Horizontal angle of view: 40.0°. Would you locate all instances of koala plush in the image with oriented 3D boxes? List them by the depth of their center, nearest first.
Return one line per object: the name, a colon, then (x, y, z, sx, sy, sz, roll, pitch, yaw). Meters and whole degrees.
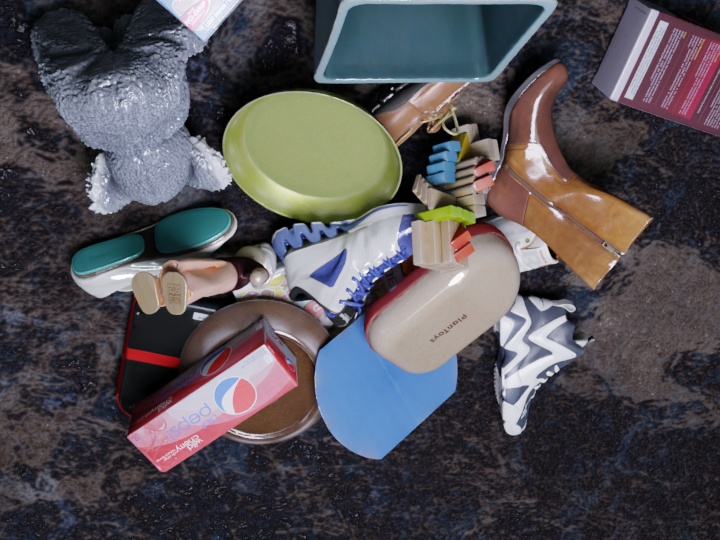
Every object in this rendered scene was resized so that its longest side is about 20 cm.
koala plush: (-0.225, -0.147, 0.998, 0.174, 0.185, 0.202, -12, 132, -5)

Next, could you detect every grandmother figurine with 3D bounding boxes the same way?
grandmother figurine: (-0.153, 0.004, 1.082, 0.119, 0.199, 0.062, 9, 104, 25)

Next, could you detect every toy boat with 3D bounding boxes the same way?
toy boat: (0.088, 0.016, 1.159, 0.199, 0.132, 0.130, -39, 136, 16)

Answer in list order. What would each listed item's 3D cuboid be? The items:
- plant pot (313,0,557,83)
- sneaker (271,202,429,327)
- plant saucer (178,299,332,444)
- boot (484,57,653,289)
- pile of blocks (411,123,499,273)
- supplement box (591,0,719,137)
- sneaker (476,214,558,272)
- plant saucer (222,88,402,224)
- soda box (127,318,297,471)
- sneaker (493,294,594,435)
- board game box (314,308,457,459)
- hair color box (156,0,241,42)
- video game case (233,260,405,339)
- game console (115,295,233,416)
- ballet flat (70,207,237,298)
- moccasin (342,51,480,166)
plant pot: (0.055, -0.308, 0.940, 0.193, 0.196, 0.204, -2, 80, -11)
sneaker: (-0.001, 0.000, 1.114, 0.196, 0.117, 0.081, -11, 164, 14)
plant saucer: (-0.120, 0.132, 1.189, 0.196, 0.032, 0.203, -3, 116, -6)
boot: (0.236, -0.108, 1.098, 0.199, 0.068, 0.190, 38, 111, 19)
pile of blocks: (0.107, -0.090, 1.061, 0.061, 0.203, 0.082, -12, 140, 39)
supplement box: (0.380, -0.228, 1.137, 0.197, 0.061, 0.110, 15, 115, -18)
sneaker: (0.184, -0.027, 1.189, 0.198, 0.085, 0.073, -34, 121, 9)
plant saucer: (-0.050, -0.127, 1.074, 0.196, 0.031, 0.202, 7, 142, 5)
soda box: (-0.170, 0.145, 1.137, 0.199, 0.064, 0.070, -34, 115, 10)
sneaker: (0.240, 0.121, 1.282, 0.127, 0.080, 0.203, -5, 109, 1)
board game box: (0.025, 0.125, 1.216, 0.199, 0.039, 0.159, -39, 108, -21)
hair color box: (-0.138, -0.291, 0.909, 0.100, 0.201, 0.060, -44, 118, 14)
video game case: (-0.033, 0.052, 1.219, 0.197, 0.023, 0.184, -24, 120, 1)
game console: (-0.191, 0.116, 1.207, 0.196, 0.031, 0.179, 12, 114, -12)
ballet flat: (-0.229, -0.018, 1.123, 0.197, 0.070, 0.070, -17, 120, 2)
moccasin: (0.069, -0.181, 1.086, 0.200, 0.074, 0.078, -37, 122, 9)
